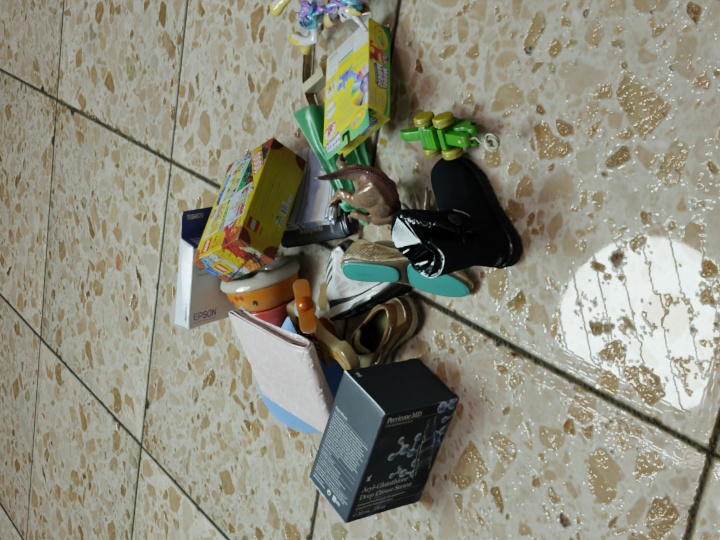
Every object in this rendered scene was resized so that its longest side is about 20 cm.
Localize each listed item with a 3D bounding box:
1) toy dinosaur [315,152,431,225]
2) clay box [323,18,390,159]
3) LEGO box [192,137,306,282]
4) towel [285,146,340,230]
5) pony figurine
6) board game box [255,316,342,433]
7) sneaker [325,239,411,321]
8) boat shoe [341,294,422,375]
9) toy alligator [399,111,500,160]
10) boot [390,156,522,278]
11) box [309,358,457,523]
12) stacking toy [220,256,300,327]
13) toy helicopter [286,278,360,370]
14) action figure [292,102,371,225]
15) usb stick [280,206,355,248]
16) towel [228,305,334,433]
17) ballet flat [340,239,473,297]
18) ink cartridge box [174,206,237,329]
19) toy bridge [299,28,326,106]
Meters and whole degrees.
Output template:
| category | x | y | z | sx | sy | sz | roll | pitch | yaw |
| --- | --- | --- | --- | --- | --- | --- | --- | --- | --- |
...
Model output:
| category | x | y | z | sx | sy | sz | roll | pitch | yaw |
| --- | --- | --- | --- | --- | --- | --- | --- | --- | --- |
| toy dinosaur | 0.031 | -0.107 | 1.367 | 0.134 | 0.199 | 0.087 | 15 | 74 | 48 |
| clay box | -0.005 | -0.264 | 1.419 | 0.114 | 0.047 | 0.203 | -33 | 47 | 44 |
| LEGO box | -0.184 | -0.099 | 1.572 | 0.148 | 0.077 | 0.203 | -22 | 45 | 48 |
| towel | -0.091 | -0.142 | 1.586 | 0.198 | 0.024 | 0.150 | -5 | 73 | 52 |
| pony figurine | -0.061 | -0.443 | 1.455 | 0.198 | 0.165 | 0.197 | -8 | 97 | 52 |
| board game box | -0.088 | 0.176 | 1.617 | 0.157 | 0.039 | 0.202 | 38 | 115 | 18 |
| sneaker | 0.000 | 0.000 | 1.470 | 0.200 | 0.075 | 0.117 | -27 | 74 | 51 |
| boat shoe | 0.016 | 0.109 | 1.459 | 0.076 | 0.073 | 0.201 | 59 | 134 | 30 |
| toy alligator | 0.134 | -0.191 | 1.303 | 0.198 | 0.054 | 0.060 | 14 | 131 | 50 |
| boot | 0.107 | -0.078 | 1.257 | 0.077 | 0.166 | 0.202 | -55 | 52 | 37 |
| box | 0.032 | 0.248 | 1.393 | 0.107 | 0.147 | 0.203 | 41 | 124 | 41 |
| stacking toy | -0.153 | 0.087 | 1.655 | 0.145 | 0.145 | 0.203 | 2 | 112 | 51 |
| toy helicopter | -0.060 | 0.096 | 1.453 | 0.199 | 0.078 | 0.134 | 30 | 143 | 55 |
| action figure | -0.024 | -0.166 | 1.483 | 0.055 | 0.116 | 0.203 | 141 | 110 | -71 |
| usb stick | -0.077 | -0.074 | 1.593 | 0.198 | 0.032 | 0.057 | -7 | 87 | 51 |
| towel | -0.117 | 0.161 | 1.511 | 0.189 | 0.032 | 0.202 | 24 | 143 | 40 |
| ballet flat | 0.069 | -0.012 | 1.354 | 0.196 | 0.066 | 0.071 | 11 | 143 | 11 |
| ink cartridge box | -0.247 | -0.013 | 1.683 | 0.040 | 0.199 | 0.204 | 13 | 106 | 30 |
| toy bridge | -0.072 | -0.315 | 1.572 | 0.067 | 0.027 | 0.204 | -30 | 69 | 49 |
